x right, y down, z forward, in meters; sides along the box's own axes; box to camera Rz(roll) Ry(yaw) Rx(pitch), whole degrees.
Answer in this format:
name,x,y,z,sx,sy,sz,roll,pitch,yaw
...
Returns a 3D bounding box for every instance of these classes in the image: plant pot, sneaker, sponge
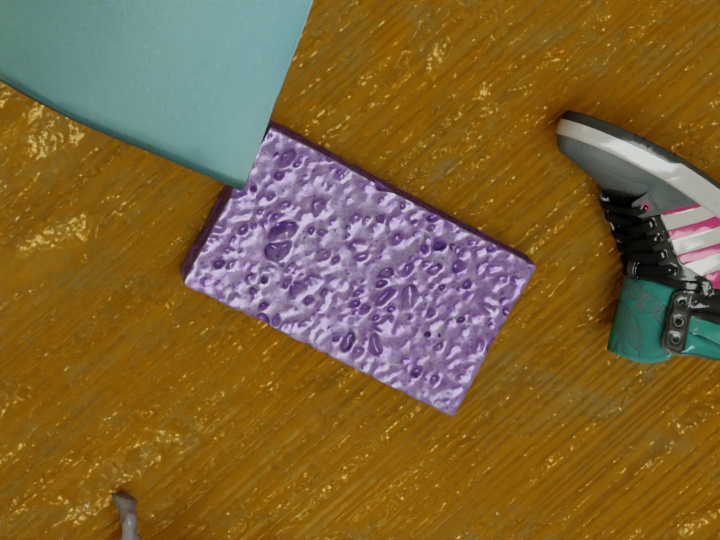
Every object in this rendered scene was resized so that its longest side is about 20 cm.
name,x,y,z,sx,sy,sz,roll,pitch,yaw
plant pot,-0.138,-0.156,1.322,0.200,0.141,0.141,19,102,-11
sneaker,0.179,-0.006,1.479,0.200,0.084,0.121,32,88,-22
sponge,0.000,0.000,1.460,0.200,0.030,0.112,27,99,-20

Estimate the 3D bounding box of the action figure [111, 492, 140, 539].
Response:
name,x,y,z,sx,sy,sz,roll,pitch,yaw
action figure,-0.151,0.240,1.463,0.200,0.105,0.194,18,92,-21
